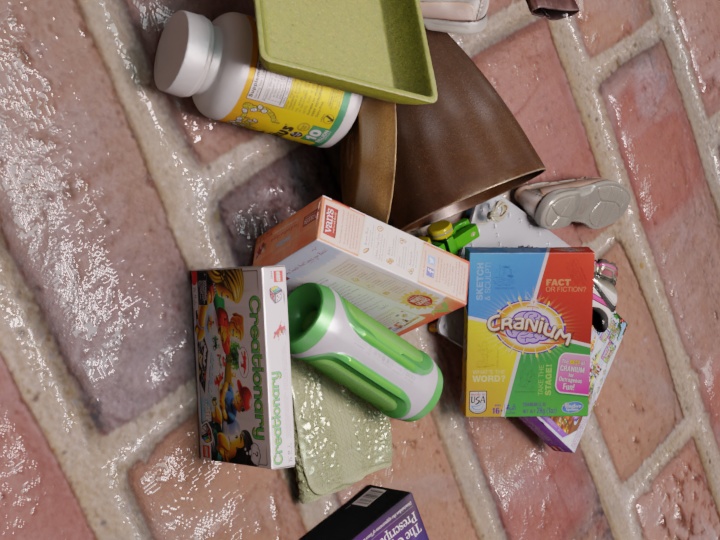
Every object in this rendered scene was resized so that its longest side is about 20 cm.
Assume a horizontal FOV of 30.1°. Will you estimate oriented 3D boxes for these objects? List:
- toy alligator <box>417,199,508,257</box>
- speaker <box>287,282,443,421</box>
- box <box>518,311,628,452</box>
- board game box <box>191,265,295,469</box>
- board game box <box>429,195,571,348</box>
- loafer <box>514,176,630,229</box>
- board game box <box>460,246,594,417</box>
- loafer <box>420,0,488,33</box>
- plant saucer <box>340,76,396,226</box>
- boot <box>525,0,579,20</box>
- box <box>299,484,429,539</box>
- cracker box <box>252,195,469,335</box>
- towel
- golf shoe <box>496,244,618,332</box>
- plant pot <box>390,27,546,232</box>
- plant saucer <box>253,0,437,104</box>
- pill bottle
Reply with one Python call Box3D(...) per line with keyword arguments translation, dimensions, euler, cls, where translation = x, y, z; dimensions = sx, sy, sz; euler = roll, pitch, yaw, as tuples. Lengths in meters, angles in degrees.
Box3D(translation=(0.098, -0.032, 1.608), dimensions=(0.200, 0.054, 0.060), euler=(-37, 120, -34), cls="toy alligator")
Box3D(translation=(0.001, 0.091, 1.452), dimensions=(0.200, 0.088, 0.089), euler=(35, 66, -36), cls="speaker")
Box3D(translation=(0.260, 0.112, 1.721), dimensions=(0.137, 0.039, 0.201), euler=(43, 63, -31), cls="box")
Box3D(translation=(-0.121, 0.097, 1.368), dimensions=(0.034, 0.126, 0.201), euler=(-3, 90, -41), cls="board game box")
Box3D(translation=(0.183, 0.025, 1.700), dimensions=(0.200, 0.026, 0.201), euler=(32, 68, -36), cls="board game box")
Box3D(translation=(0.282, -0.097, 1.768), dimensions=(0.199, 0.063, 0.072), euler=(-6, 125, -47), cls="loafer")
Box3D(translation=(0.198, 0.073, 1.599), dimensions=(0.152, 0.040, 0.201), euler=(-1, 101, -3), cls="board game box")
Box3D(translation=(0.045, -0.311, 1.489), dimensions=(0.072, 0.199, 0.063), euler=(-79, 176, -55), cls="loafer")
Box3D(translation=(0.005, -0.131, 1.465), dimensions=(0.035, 0.200, 0.202), euler=(1, 87, -10), cls="plant saucer")
Box3D(translation=(0.174, -0.367, 1.479), dimensions=(0.200, 0.072, 0.167), euler=(-1, 72, -53), cls="boot")
Box3D(translation=(-0.009, 0.353, 1.490), dimensions=(0.200, 0.079, 0.142), euler=(-33, 112, -37), cls="box")
Box3D(translation=(0.000, 0.000, 1.447), dimensions=(0.199, 0.134, 0.058), euler=(23, 59, -29), cls="cracker box")
Box3D(translation=(-0.032, 0.147, 1.503), dimensions=(0.148, 0.036, 0.201), euler=(-22, 103, -40), cls="towel")
Box3D(translation=(0.230, 0.022, 1.647), dimensions=(0.199, 0.073, 0.093), euler=(10, 74, -19), cls="golf shoe")
Box3D(translation=(0.089, -0.170, 1.544), dimensions=(0.186, 0.187, 0.201), euler=(-21, 87, -39), cls="plant pot")
Box3D(translation=(-0.029, -0.256, 1.367), dimensions=(0.199, 0.048, 0.201), euler=(10, 55, -27), cls="plant saucer")
Box3D(translation=(-0.106, -0.202, 1.392), dimensions=(0.199, 0.113, 0.114), euler=(12, 81, -31), cls="pill bottle")
